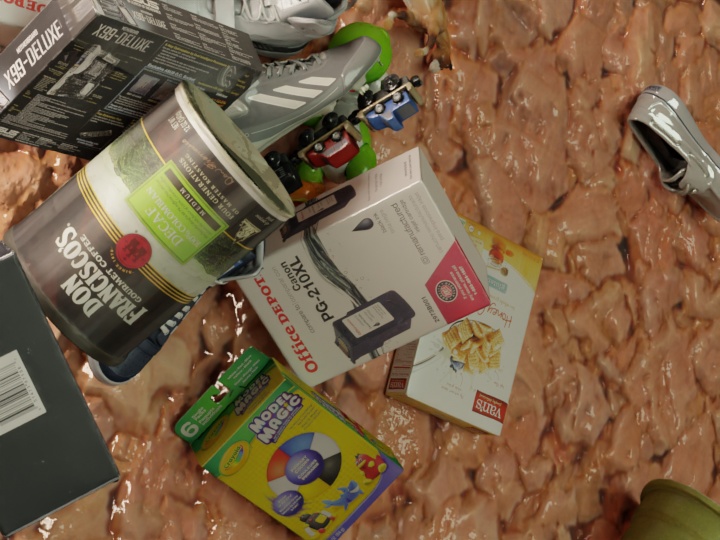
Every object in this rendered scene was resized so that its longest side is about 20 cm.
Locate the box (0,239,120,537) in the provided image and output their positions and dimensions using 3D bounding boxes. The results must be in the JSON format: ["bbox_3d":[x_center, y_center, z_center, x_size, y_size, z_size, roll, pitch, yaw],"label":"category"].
[{"bbox_3d":[-0.290,0.079,1.452,0.104,0.182,0.201,-26,107,-12],"label":"box"}]

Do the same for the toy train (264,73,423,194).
[{"bbox_3d":[-0.025,-0.118,1.709,0.034,0.199,0.046,43,19,-53],"label":"toy train"}]

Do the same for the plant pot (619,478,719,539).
[{"bbox_3d":[0.328,0.363,2.007,0.184,0.200,0.201,-42,116,-20],"label":"plant pot"}]

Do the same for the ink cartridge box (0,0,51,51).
[{"bbox_3d":[-0.271,-0.287,1.558,0.145,0.084,0.201,13,80,-40],"label":"ink cartridge box"}]

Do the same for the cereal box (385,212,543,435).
[{"bbox_3d":[0.109,0.056,1.907,0.144,0.039,0.201,25,73,-38],"label":"cereal box"}]

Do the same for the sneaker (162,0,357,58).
[{"bbox_3d":[-0.100,-0.245,1.680,0.199,0.115,0.076,3,76,-42],"label":"sneaker"}]

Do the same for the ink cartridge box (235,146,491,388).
[{"bbox_3d":[0.000,0.000,1.706,0.145,0.199,0.084,59,14,-23],"label":"ink cartridge box"}]

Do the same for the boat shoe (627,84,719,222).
[{"bbox_3d":[0.372,-0.120,2.128,0.200,0.073,0.065,49,64,-17],"label":"boat shoe"}]

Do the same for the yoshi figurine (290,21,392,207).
[{"bbox_3d":[-0.015,-0.154,1.765,0.112,0.112,0.201,22,72,-31],"label":"yoshi figurine"}]

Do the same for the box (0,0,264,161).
[{"bbox_3d":[-0.204,-0.159,1.547,0.200,0.158,0.050,13,45,-49],"label":"box"}]

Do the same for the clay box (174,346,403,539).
[{"bbox_3d":[-0.067,0.167,1.713,0.115,0.048,0.200,-47,124,6],"label":"clay box"}]

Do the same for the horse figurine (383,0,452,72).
[{"bbox_3d":[0.046,-0.289,1.842,0.132,0.050,0.201,-33,103,-63],"label":"horse figurine"}]

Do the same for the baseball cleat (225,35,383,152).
[{"bbox_3d":[-0.078,-0.172,1.690,0.200,0.070,0.107,-37,110,-4],"label":"baseball cleat"}]

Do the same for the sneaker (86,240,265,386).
[{"bbox_3d":[-0.159,0.016,1.630,0.070,0.108,0.200,47,60,-29],"label":"sneaker"}]

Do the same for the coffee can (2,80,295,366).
[{"bbox_3d":[-0.175,-0.039,1.534,0.200,0.147,0.146,-40,120,8],"label":"coffee can"}]
